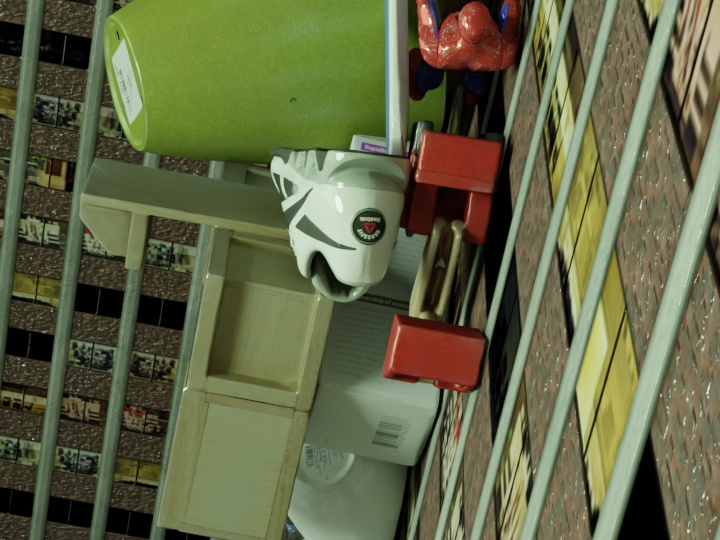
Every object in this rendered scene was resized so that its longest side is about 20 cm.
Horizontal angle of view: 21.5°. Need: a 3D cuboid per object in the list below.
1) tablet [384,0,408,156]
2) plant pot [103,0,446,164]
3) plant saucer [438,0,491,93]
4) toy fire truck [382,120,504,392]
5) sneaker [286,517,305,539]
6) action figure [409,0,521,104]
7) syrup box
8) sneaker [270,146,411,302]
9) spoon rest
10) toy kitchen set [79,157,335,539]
[{"bbox_3d":[0.022,-0.163,1.172,0.130,0.014,0.202,92,178,-80],"label":"tablet"},{"bbox_3d":[-0.068,-0.147,1.304,0.187,0.199,0.189,165,90,-71],"label":"plant pot"},{"bbox_3d":[0.074,-0.212,1.354,0.200,0.035,0.202,-170,90,-88],"label":"plant saucer"},{"bbox_3d":[0.045,-0.011,1.075,0.200,0.048,0.142,-115,34,-86],"label":"toy fire truck"},{"bbox_3d":[-0.019,0.163,1.661,0.079,0.075,0.201,90,-165,-53],"label":"sneaker"},{"bbox_3d":[0.060,-0.157,1.131,0.200,0.065,0.100,-168,79,-87],"label":"action figure"},{"bbox_3d":[0.016,0.016,1.236,0.079,0.081,0.201,108,173,-55],"label":"syrup box"},{"bbox_3d":[-0.017,-0.028,1.123,0.200,0.073,0.089,-146,60,-82],"label":"sneaker"},{"bbox_3d":[-0.012,0.169,1.238,0.061,0.099,0.202,41,-139,-62],"label":"spoon rest"},{"bbox_3d":[-0.111,0.038,1.225,0.200,0.162,0.182,-91,12,-67],"label":"toy kitchen set"}]
